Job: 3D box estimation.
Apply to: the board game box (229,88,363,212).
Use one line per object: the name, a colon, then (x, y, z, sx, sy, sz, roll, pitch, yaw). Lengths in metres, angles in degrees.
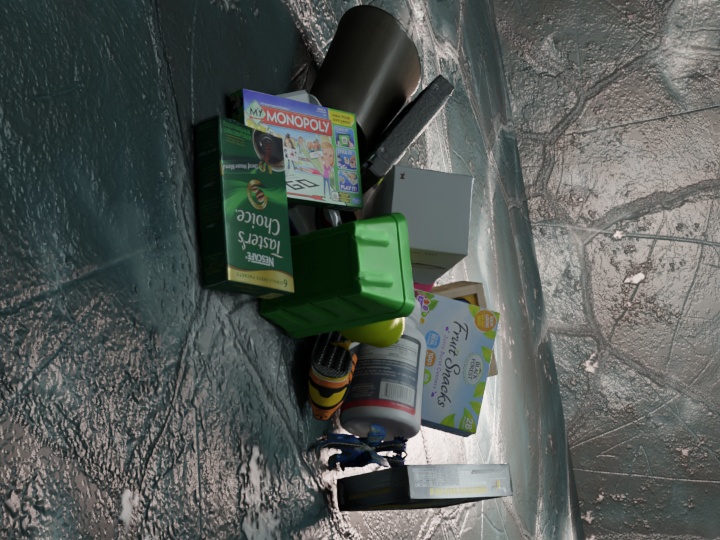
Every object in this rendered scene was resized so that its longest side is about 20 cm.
board game box: (-0.081, -0.154, 1.518, 0.199, 0.029, 0.135, 5, 77, -44)

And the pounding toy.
pounding toy: (0.118, 0.128, 1.924, 0.142, 0.199, 0.185, -174, -107, -75)

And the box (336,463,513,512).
box: (0.091, 0.307, 1.637, 0.199, 0.158, 0.049, 7, 71, -39)

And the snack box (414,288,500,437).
snack box: (0.117, 0.144, 1.829, 0.068, 0.168, 0.201, 126, -20, -74)

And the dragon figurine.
dragon figurine: (0.006, 0.249, 1.624, 0.200, 0.099, 0.059, 42, 42, -64)

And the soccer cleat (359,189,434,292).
soccer cleat: (0.058, -0.050, 1.862, 0.200, 0.070, 0.086, 60, -10, -28)

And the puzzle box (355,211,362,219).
puzzle box: (0.000, 0.000, 1.850, 0.133, 0.025, 0.201, 40, 45, -65)

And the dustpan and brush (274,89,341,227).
dustpan and brush: (-0.069, -0.145, 1.577, 0.139, 0.057, 0.201, -24, 103, -53)

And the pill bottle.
pill bottle: (0.037, 0.141, 1.718, 0.120, 0.119, 0.201, 53, 38, -56)

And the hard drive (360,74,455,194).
hard drive: (0.049, -0.189, 1.707, 0.038, 0.140, 0.200, 42, 64, -6)

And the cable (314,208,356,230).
cable: (-0.057, -0.111, 1.644, 0.097, 0.050, 0.201, -20, 82, -51)

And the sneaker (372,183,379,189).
sneaker: (0.055, -0.075, 1.980, 0.085, 0.074, 0.201, -123, -146, -87)

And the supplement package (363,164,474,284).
supplement package: (0.075, -0.061, 1.650, 0.200, 0.116, 0.118, 131, -35, -73)

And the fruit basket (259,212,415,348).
fruit basket: (-0.011, 0.020, 1.509, 0.216, 0.214, 0.156, 26, 57, -69)

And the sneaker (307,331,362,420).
sneaker: (-0.041, 0.135, 1.618, 0.200, 0.070, 0.090, -70, 174, -69)

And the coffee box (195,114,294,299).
coffee box: (-0.136, -0.072, 1.373, 0.123, 0.044, 0.201, 15, 66, -52)

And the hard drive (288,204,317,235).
hard drive: (-0.046, -0.047, 1.687, 0.201, 0.025, 0.132, 62, 25, -30)

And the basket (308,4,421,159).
basket: (-0.007, -0.266, 1.738, 0.200, 0.135, 0.181, -63, 144, -39)
